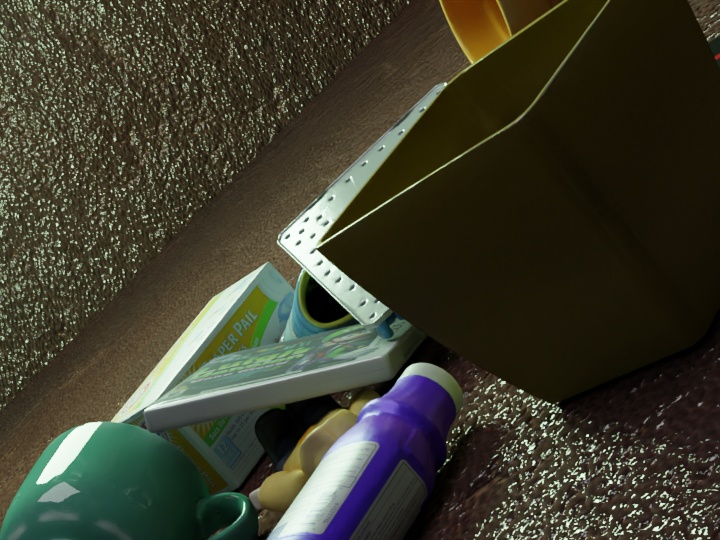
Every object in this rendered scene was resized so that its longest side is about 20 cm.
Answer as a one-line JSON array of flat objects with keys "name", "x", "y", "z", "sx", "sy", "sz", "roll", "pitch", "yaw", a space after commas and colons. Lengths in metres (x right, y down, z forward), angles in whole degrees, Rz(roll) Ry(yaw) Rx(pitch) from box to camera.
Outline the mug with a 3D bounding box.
[{"name": "mug", "x": -0.189, "y": 0.203, "z": 1.238, "sx": 0.184, "sy": 0.152, "sz": 0.115, "roll": -36, "pitch": 16, "yaw": 29}]

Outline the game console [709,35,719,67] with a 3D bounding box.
[{"name": "game console", "x": 0.242, "y": -0.125, "z": 1.306, "sx": 0.199, "sy": 0.031, "sz": 0.177, "roll": -33, "pitch": 10, "yaw": 39}]

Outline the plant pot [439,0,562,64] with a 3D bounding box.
[{"name": "plant pot", "x": 0.204, "y": -0.327, "z": 1.820, "sx": 0.182, "sy": 0.202, "sz": 0.200, "roll": -27, "pitch": 9, "yaw": -10}]

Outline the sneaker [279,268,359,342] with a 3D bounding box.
[{"name": "sneaker", "x": 0.000, "y": 0.000, "z": 1.442, "sx": 0.201, "sy": 0.079, "sz": 0.131, "roll": -60, "pitch": -6, "yaw": -31}]

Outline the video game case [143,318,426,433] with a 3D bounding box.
[{"name": "video game case", "x": -0.052, "y": 0.077, "z": 1.280, "sx": 0.198, "sy": 0.024, "sz": 0.182, "roll": -14, "pitch": 6, "yaw": 14}]

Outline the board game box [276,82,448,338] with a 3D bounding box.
[{"name": "board game box", "x": 0.044, "y": -0.052, "z": 1.306, "sx": 0.200, "sy": 0.026, "sz": 0.200, "roll": -44, "pitch": 32, "yaw": -3}]

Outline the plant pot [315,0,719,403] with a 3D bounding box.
[{"name": "plant pot", "x": 0.128, "y": -0.040, "z": 0.980, "sx": 0.199, "sy": 0.177, "sz": 0.200, "roll": -30, "pitch": 15, "yaw": 47}]

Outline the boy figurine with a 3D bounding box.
[{"name": "boy figurine", "x": -0.032, "y": 0.133, "z": 1.190, "sx": 0.124, "sy": 0.065, "sz": 0.200, "roll": -41, "pitch": 8, "yaw": -6}]

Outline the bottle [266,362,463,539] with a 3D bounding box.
[{"name": "bottle", "x": 0.004, "y": 0.139, "z": 1.026, "sx": 0.083, "sy": 0.065, "sz": 0.200, "roll": -30, "pitch": 17, "yaw": 45}]

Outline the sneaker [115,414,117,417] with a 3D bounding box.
[{"name": "sneaker", "x": -0.213, "y": 0.175, "z": 1.518, "sx": 0.200, "sy": 0.082, "sz": 0.075, "roll": -35, "pitch": -17, "yaw": -48}]

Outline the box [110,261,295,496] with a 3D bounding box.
[{"name": "box", "x": -0.123, "y": 0.107, "z": 1.477, "sx": 0.101, "sy": 0.113, "sz": 0.200, "roll": -30, "pitch": 18, "yaw": 47}]
